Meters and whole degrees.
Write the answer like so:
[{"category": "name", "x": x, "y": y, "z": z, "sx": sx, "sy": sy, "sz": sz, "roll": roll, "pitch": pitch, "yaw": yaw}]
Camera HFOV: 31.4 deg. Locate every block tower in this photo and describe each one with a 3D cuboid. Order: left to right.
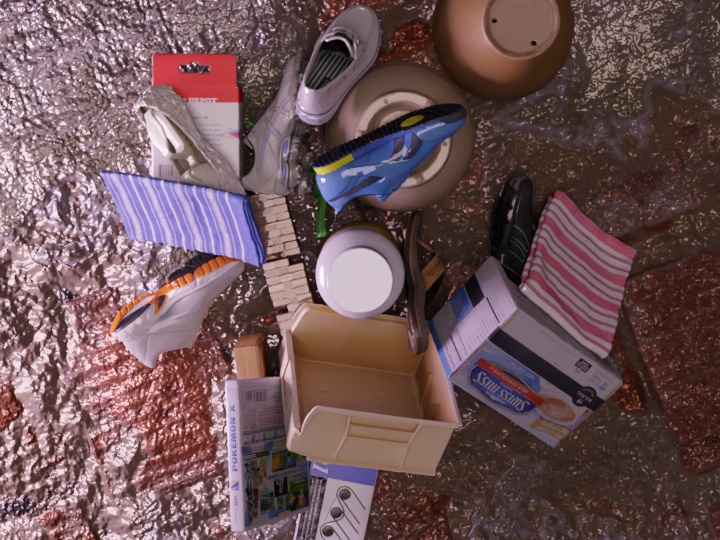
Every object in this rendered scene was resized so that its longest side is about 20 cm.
[{"category": "block tower", "x": -0.104, "y": -0.017, "z": 1.698, "sx": 0.058, "sy": 0.054, "sz": 0.200, "roll": -13, "pitch": 97, "yaw": 1}]

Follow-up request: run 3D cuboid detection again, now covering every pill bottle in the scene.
[{"category": "pill bottle", "x": 0.000, "y": 0.000, "z": 1.626, "sx": 0.112, "sy": 0.200, "sz": 0.112, "roll": 0, "pitch": 98, "yaw": 0}]

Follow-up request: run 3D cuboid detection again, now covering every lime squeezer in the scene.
[{"category": "lime squeezer", "x": -0.078, "y": -0.123, "z": 1.682, "sx": 0.071, "sy": 0.038, "sz": 0.200, "roll": -21, "pitch": 64, "yaw": -28}]

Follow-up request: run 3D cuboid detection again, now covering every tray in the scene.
[{"category": "tray", "x": -0.134, "y": 0.189, "z": 1.701, "sx": 0.037, "sy": 0.099, "sz": 0.200, "roll": -8, "pitch": 97, "yaw": 1}]

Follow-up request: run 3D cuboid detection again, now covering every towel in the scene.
[{"category": "towel", "x": -0.222, "y": -0.065, "z": 1.628, "sx": 0.200, "sy": 0.145, "sz": 0.024, "roll": 10, "pitch": 59, "yaw": 14}, {"category": "towel", "x": 0.281, "y": 0.001, "z": 1.640, "sx": 0.146, "sy": 0.200, "sz": 0.030, "roll": 37, "pitch": 135, "yaw": -12}]

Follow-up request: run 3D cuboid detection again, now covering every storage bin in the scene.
[{"category": "storage bin", "x": 0.006, "y": 0.147, "z": 1.620, "sx": 0.198, "sy": 0.200, "sz": 0.094, "roll": 9, "pitch": 125, "yaw": -14}]

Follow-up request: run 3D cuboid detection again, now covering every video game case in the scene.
[{"category": "video game case", "x": -0.115, "y": 0.227, "z": 1.628, "sx": 0.022, "sy": 0.200, "sz": 0.183, "roll": -4, "pitch": 86, "yaw": 21}]

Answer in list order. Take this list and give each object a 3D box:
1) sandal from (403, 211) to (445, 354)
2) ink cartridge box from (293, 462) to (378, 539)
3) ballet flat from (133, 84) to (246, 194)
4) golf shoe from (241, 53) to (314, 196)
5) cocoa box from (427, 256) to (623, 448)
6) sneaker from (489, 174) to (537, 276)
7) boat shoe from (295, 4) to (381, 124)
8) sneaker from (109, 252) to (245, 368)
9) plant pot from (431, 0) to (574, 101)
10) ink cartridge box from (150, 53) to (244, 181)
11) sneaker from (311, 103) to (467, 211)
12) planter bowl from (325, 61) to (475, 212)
[{"category": "sandal", "x": 0.084, "y": 0.016, "z": 1.654, "sx": 0.055, "sy": 0.082, "sz": 0.200, "roll": -2, "pitch": 54, "yaw": 0}, {"category": "ink cartridge box", "x": -0.028, "y": 0.290, "z": 1.741, "sx": 0.094, "sy": 0.044, "sz": 0.200, "roll": 11, "pitch": 97, "yaw": -3}, {"category": "ballet flat", "x": -0.220, "y": -0.140, "z": 1.606, "sx": 0.072, "sy": 0.072, "sz": 0.200, "roll": -35, "pitch": 94, "yaw": 4}, {"category": "golf shoe", "x": -0.108, "y": -0.189, "z": 1.644, "sx": 0.097, "sy": 0.078, "sz": 0.200, "roll": -4, "pitch": 63, "yaw": 21}, {"category": "cocoa box", "x": 0.207, "y": 0.106, "z": 1.635, "sx": 0.200, "sy": 0.133, "sz": 0.131, "roll": 34, "pitch": 109, "yaw": -26}, {"category": "sneaker", "x": 0.211, "y": -0.029, "z": 1.696, "sx": 0.079, "sy": 0.075, "sz": 0.200, "roll": 4, "pitch": 106, "yaw": -10}, {"category": "boat shoe", "x": -0.021, "y": -0.272, "z": 1.608, "sx": 0.073, "sy": 0.067, "sz": 0.200, "roll": 18, "pitch": 58, "yaw": 4}, {"category": "sneaker", "x": -0.230, "y": 0.051, "z": 1.707, "sx": 0.200, "sy": 0.076, "sz": 0.092, "roll": -33, "pitch": 116, "yaw": 2}, {"category": "plant pot", "x": 0.187, "y": -0.303, "z": 1.590, "sx": 0.186, "sy": 0.200, "sz": 0.187, "roll": 0, "pitch": 98, "yaw": 0}, {"category": "ink cartridge box", "x": -0.211, "y": -0.181, "z": 1.669, "sx": 0.116, "sy": 0.067, "sz": 0.200, "roll": 1, "pitch": 98, "yaw": 0}, {"category": "sneaker", "x": 0.043, "y": -0.136, "z": 1.547, "sx": 0.200, "sy": 0.066, "sz": 0.078, "roll": -25, "pitch": 110, "yaw": 6}, {"category": "planter bowl", "x": 0.054, "y": -0.169, "z": 1.639, "sx": 0.200, "sy": 0.135, "sz": 0.200, "roll": 0, "pitch": 98, "yaw": -1}]
